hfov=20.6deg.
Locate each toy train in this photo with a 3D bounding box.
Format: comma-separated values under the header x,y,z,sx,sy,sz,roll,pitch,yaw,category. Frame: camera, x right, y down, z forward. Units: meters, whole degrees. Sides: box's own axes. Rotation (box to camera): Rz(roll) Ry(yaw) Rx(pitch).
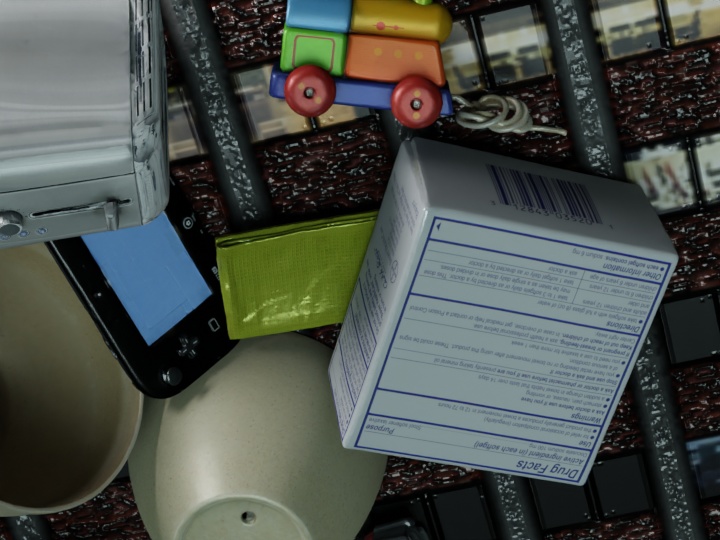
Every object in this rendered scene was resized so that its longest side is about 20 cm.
x,y,z,sx,sy,sz,roll,pitch,yaw,category
0.044,-0.157,1.303,0.199,0.085,0.116,6,106,-1,toy train

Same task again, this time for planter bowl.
x,y,z,sx,sy,sz,roll,pitch,yaw,category
-0.271,0.084,1.394,0.135,0.200,0.200,-21,120,43,planter bowl

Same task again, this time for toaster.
x,y,z,sx,sy,sz,roll,pitch,yaw,category
-0.192,-0.110,1.287,0.129,0.200,0.114,-3,146,-4,toaster

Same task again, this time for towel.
x,y,z,sx,sy,sz,roll,pitch,yaw,category
0.000,0.000,1.404,0.199,0.018,0.086,-9,118,-4,towel

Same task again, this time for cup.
x,y,z,sx,sy,sz,roll,pitch,yaw,category
-0.081,0.162,1.444,0.200,0.143,0.201,1,119,2,cup

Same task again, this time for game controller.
x,y,z,sx,sy,sz,roll,pitch,yaw,category
-0.156,-0.010,1.386,0.104,0.042,0.200,-36,115,-16,game controller

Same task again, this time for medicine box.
x,y,z,sx,sy,sz,roll,pitch,yaw,category
0.093,0.032,1.369,0.182,0.103,0.200,11,119,-15,medicine box

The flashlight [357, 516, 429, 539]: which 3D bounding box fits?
x,y,z,sx,sy,sz,roll,pitch,yaw,category
-0.041,0.250,1.539,0.200,0.068,0.068,-18,150,16,flashlight
